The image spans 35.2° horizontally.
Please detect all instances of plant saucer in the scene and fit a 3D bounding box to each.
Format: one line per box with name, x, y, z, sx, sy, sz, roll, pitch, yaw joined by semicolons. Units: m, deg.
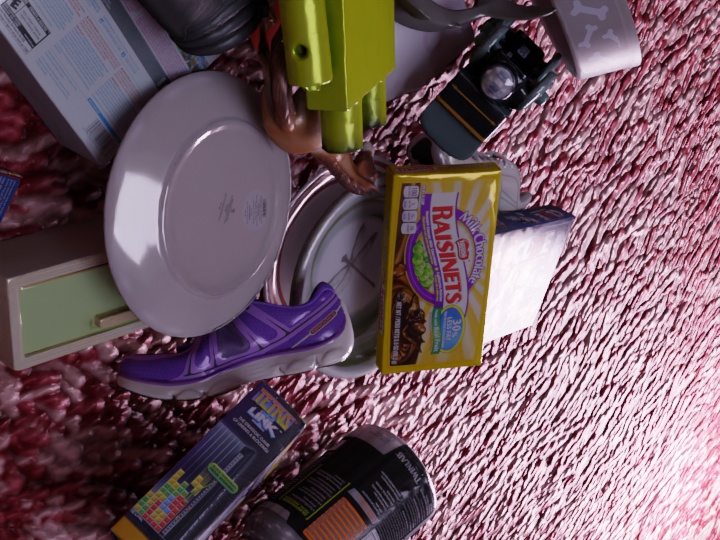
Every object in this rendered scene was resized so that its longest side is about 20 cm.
plant saucer;0.000;0.000;1.053;0.200;0.050;0.200;-23;125;-37

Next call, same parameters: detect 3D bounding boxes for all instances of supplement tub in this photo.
supplement tub;-0.030;0.255;1.136;0.200;0.122;0.123;-35;132;-29

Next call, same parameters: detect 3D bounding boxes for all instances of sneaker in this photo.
sneaker;-0.108;0.057;0.957;0.200;0.081;0.084;-15;91;-4
sneaker;-0.081;-0.231;0.779;0.200;0.071;0.099;-53;151;-20
sneaker;0.111;-0.093;1.131;0.081;0.075;0.200;-45;146;2

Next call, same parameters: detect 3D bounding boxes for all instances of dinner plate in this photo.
dinner plate;-0.109;-0.047;0.850;0.200;0.024;0.200;-26;121;-51
dinner plate;-0.020;-0.016;1.080;0.200;0.024;0.200;-25;127;-37

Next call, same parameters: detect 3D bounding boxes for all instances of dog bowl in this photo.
dog bowl;0.189;-0.267;1.051;0.059;0.200;0.200;-26;137;9

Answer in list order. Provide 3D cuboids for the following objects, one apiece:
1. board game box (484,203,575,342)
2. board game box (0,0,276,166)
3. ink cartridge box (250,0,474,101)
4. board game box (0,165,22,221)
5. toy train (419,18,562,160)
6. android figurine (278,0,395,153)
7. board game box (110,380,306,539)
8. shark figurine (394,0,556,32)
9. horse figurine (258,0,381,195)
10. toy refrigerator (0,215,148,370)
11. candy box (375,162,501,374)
board game box;0.141;0.007;1.159;0.200;0.035;0.136;-14;127;-54
board game box;-0.164;-0.198;0.800;0.200;0.064;0.148;-46;137;-18
ink cartridge box;0.006;-0.213;0.985;0.200;0.057;0.163;-48;138;-25
board game box;-0.308;-0.016;0.698;0.152;0.046;0.200;-65;164;1
toy train;0.120;-0.171;1.049;0.114;0.085;0.200;-44;-176;23
android figurine;-0.010;-0.191;0.808;0.182;0.041;0.200;-54;145;-58
board game box;-0.132;0.187;0.961;0.165;0.057;0.200;-46;175;-21
shark figurine;0.053;-0.224;0.933;0.214;0.090;0.128;22;108;-39
horse figurine;-0.037;-0.132;0.879;0.200;0.050;0.133;11;76;-72
toy refrigerator;-0.191;0.005;0.874;0.200;0.070;0.076;-19;123;-40
candy box;0.069;0.000;1.036;0.102;0.026;0.200;-5;116;-16
